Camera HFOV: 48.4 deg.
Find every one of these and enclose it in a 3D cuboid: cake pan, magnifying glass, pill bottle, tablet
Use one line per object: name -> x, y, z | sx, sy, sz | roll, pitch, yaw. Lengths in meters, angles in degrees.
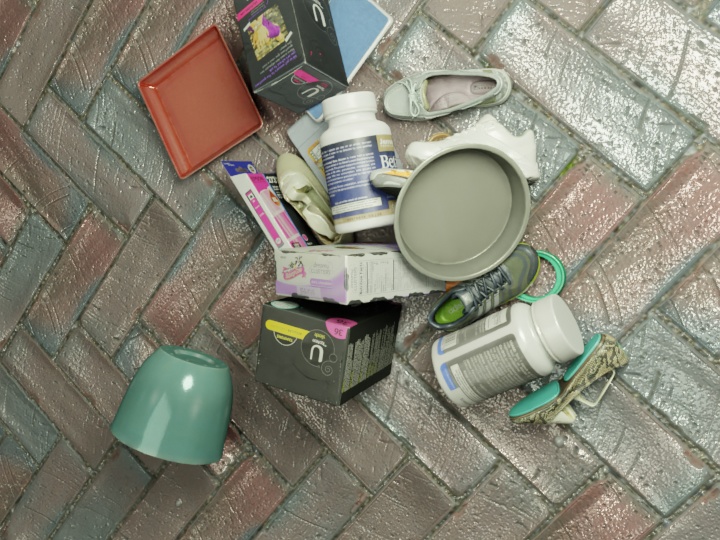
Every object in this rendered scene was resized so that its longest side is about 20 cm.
cake pan -> 0.138, -0.083, 1.115 | 0.200, 0.037, 0.200 | -6, 114, -13
magnifying glass -> 0.211, 0.014, 1.219 | 0.200, 0.022, 0.080 | -5, 95, 27
pill bottle -> 0.216, 0.117, 1.179 | 0.200, 0.114, 0.114 | -27, 85, 26
tablet -> -0.044, -0.349, 1.276 | 0.200, 0.014, 0.130 | -52, 59, 19
pill bottle -> -0.001, -0.162, 1.209 | 0.111, 0.111, 0.200 | -9, 93, 26

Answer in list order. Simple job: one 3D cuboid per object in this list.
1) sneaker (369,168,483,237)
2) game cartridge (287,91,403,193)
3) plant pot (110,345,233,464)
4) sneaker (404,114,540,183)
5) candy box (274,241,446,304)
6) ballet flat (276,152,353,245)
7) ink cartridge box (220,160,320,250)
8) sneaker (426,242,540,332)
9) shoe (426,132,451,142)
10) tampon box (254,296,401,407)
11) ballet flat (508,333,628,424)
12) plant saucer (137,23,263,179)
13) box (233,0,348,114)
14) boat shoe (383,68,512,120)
sneaker -> 0.102, -0.094, 1.158 | 0.200, 0.078, 0.077 | 20, 96, -17
game cartridge -> -0.019, -0.190, 1.294 | 0.133, 0.042, 0.200 | -40, 79, 28
plant pot -> -0.315, 0.226, 1.407 | 0.200, 0.201, 0.161 | 19, 91, 22
sneaker -> 0.163, -0.179, 1.168 | 0.200, 0.078, 0.099 | 4, 83, -11
candy box -> 0.000, 0.000, 1.192 | 0.168, 0.200, 0.072 | 7, 100, 49
ballet flat -> -0.085, -0.114, 1.317 | 0.069, 0.069, 0.200 | -45, 78, 23
ink cartridge box -> -0.148, -0.109, 1.332 | 0.037, 0.095, 0.200 | -38, 80, 24
sneaker -> 0.180, 0.033, 1.181 | 0.200, 0.081, 0.074 | -42, 81, 24
shoe -> 0.129, -0.110, 1.230 | 0.070, 0.053, 0.200 | -8, 98, -14
tampon box -> -0.047, 0.111, 1.254 | 0.150, 0.200, 0.126 | 13, 102, 23
ballet flat -> 0.310, 0.178, 1.174 | 0.075, 0.068, 0.200 | 42, 111, -2
plant saucer -> -0.275, -0.291, 1.401 | 0.200, 0.037, 0.200 | -28, 85, 25
box -> -0.110, -0.365, 1.240 | 0.106, 0.122, 0.200 | -21, 73, 28
boat shoe -> 0.122, -0.267, 1.199 | 0.202, 0.065, 0.074 | 0, 97, 25
